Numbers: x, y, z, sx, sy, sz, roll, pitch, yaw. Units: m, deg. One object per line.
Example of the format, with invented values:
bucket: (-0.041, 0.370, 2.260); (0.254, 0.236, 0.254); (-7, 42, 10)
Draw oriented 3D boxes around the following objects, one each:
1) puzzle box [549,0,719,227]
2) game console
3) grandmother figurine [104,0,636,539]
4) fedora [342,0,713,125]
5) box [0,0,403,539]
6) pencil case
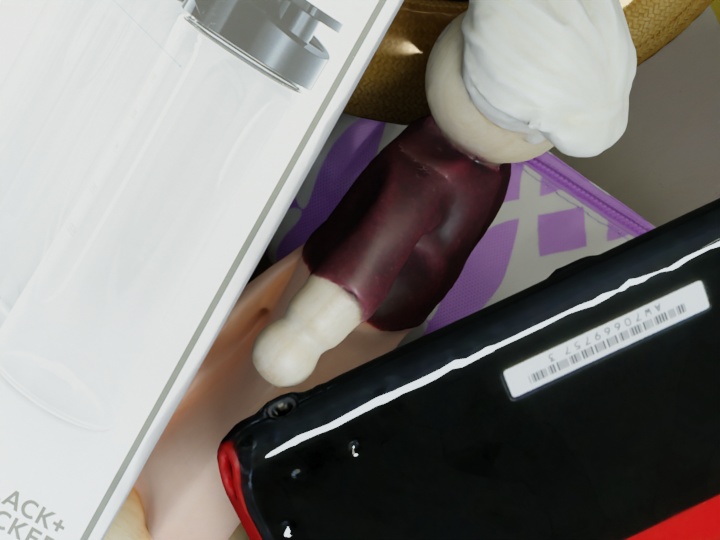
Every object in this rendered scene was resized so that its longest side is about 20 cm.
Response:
puzzle box: (0.108, -0.054, 0.877); (0.025, 0.200, 0.134); (-32, 97, -39)
game console: (0.080, 0.064, 0.778); (0.199, 0.031, 0.178); (-25, 124, -2)
grandmother figurine: (0.000, 0.000, 0.777); (0.060, 0.200, 0.121); (37, 22, -4)
fedora: (0.017, -0.137, 0.819); (0.199, 0.082, 0.202); (0, 100, -1)
box: (-0.075, -0.036, 0.725); (0.116, 0.060, 0.201); (30, 82, -17)
pencil case: (0.068, 0.014, 0.864); (0.199, 0.086, 0.084); (33, 29, 12)
